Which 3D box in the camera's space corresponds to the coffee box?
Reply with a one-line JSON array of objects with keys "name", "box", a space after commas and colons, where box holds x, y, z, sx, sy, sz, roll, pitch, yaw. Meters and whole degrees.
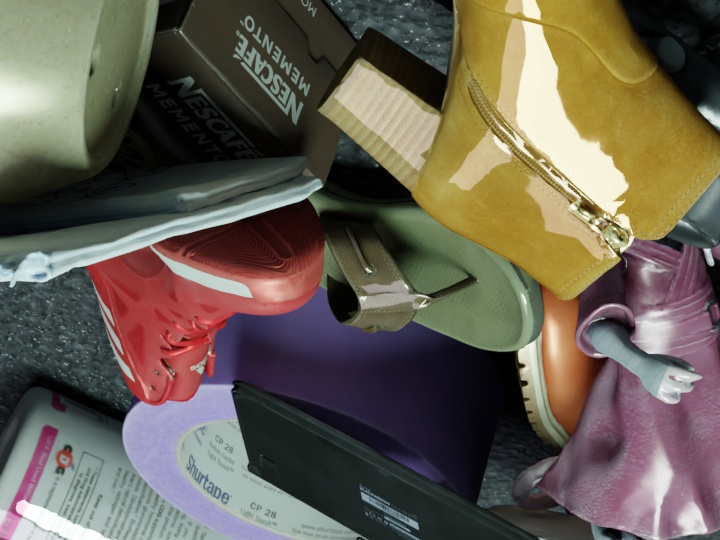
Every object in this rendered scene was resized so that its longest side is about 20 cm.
[{"name": "coffee box", "box": [-0.113, -0.087, 0.974, 0.199, 0.080, 0.113, -8, 140, 36]}]

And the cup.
[{"name": "cup", "box": [-0.158, -0.101, 0.823, 0.142, 0.201, 0.201, 14, 149, 6]}]

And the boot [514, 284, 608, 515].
[{"name": "boot", "box": [0.137, 0.057, 1.097, 0.106, 0.075, 0.201, -15, 135, 15]}]

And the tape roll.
[{"name": "tape roll", "box": [-0.026, 0.084, 1.192, 0.198, 0.085, 0.201, 14, 149, 9]}]

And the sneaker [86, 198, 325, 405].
[{"name": "sneaker", "box": [-0.070, 0.014, 1.039, 0.200, 0.078, 0.116, 26, 136, 55]}]

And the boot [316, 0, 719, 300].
[{"name": "boot", "box": [0.089, -0.090, 0.826, 0.143, 0.071, 0.202, 32, 122, -9]}]

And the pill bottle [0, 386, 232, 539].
[{"name": "pill bottle", "box": [-0.138, 0.163, 1.343, 0.199, 0.114, 0.113, 26, 148, -12]}]

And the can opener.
[{"name": "can opener", "box": [0.091, -0.094, 0.881, 0.200, 0.079, 0.063, 37, 149, -11]}]

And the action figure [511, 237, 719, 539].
[{"name": "action figure", "box": [0.142, 0.021, 0.993, 0.148, 0.133, 0.201, 12, 121, 54]}]

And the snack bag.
[{"name": "snack bag", "box": [-0.143, -0.020, 0.872, 0.187, 0.200, 0.022, -2, 100, 31]}]

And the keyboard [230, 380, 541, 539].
[{"name": "keyboard", "box": [0.022, 0.129, 1.079, 0.199, 0.021, 0.128, 27, 147, 28]}]

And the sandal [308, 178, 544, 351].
[{"name": "sandal", "box": [-0.001, 0.001, 1.037, 0.200, 0.057, 0.080, 17, 136, 28]}]

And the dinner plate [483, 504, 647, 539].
[{"name": "dinner plate", "box": [0.126, 0.154, 1.111, 0.199, 0.024, 0.200, 18, 167, 4]}]
